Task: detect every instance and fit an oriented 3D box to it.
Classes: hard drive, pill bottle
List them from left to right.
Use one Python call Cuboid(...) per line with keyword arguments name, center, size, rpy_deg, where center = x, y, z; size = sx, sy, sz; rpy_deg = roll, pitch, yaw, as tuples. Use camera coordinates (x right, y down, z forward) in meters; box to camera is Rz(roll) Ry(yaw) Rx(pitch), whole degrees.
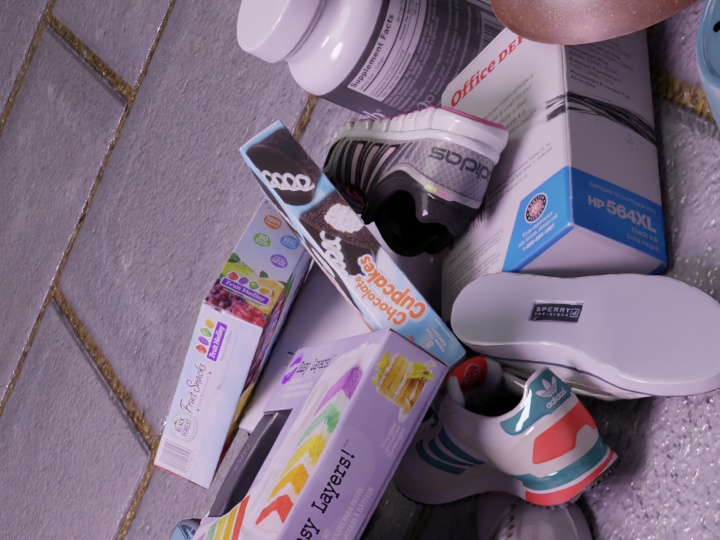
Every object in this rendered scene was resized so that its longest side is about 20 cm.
Cuboid(name="hard drive", center=(-0.002, 0.037, 1.378), size=(0.132, 0.026, 0.201), rpy_deg=(12, 74, 50))
Cuboid(name="pill bottle", center=(0.016, -0.173, 1.441), size=(0.116, 0.199, 0.116), rpy_deg=(-43, 36, 43))

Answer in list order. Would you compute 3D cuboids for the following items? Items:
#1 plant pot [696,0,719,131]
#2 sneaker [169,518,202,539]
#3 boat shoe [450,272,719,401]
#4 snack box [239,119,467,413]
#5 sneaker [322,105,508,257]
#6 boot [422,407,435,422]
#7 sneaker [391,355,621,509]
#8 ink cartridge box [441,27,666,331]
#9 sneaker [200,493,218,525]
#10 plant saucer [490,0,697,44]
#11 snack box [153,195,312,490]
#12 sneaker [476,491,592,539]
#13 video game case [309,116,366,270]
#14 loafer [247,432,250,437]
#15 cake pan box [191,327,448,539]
Cuboid(name="plant pot", center=(0.257, -0.113, 1.007), size=(0.200, 0.134, 0.201), rpy_deg=(-42, 38, 43))
Cuboid(name="sneaker", center=(-0.157, 0.288, 1.570), size=(0.079, 0.095, 0.201), rpy_deg=(-40, 38, 44))
Cuboid(name="boat shoe", center=(0.151, 0.047, 1.174), size=(0.199, 0.070, 0.071), rpy_deg=(4, 63, 38))
Cuboid(name="snack box", center=(0.000, 0.000, 1.276), size=(0.037, 0.200, 0.116), rpy_deg=(-38, -15, -3))
Cuboid(name="sneaker", center=(0.024, -0.052, 1.295), size=(0.200, 0.074, 0.088), rpy_deg=(-10, 59, 60))
Cuboid(name="boot", center=(0.031, 0.034, 1.416), size=(0.154, 0.073, 0.204), rpy_deg=(-62, 28, 10))
Cuboid(name="sneaker", center=(0.074, 0.095, 1.218), size=(0.070, 0.094, 0.199), rpy_deg=(-37, 17, -31))
Cuboid(name="ink cartridge box", center=(0.124, -0.065, 1.286), size=(0.146, 0.084, 0.201), rpy_deg=(-41, 37, 46))
Cuboid(name="sneaker", center=(-0.060, 0.173, 1.353), size=(0.078, 0.079, 0.200), rpy_deg=(-41, -2, -36))
Cuboid(name="plant saucer", center=(0.169, -0.228, 1.257), size=(0.200, 0.037, 0.201), rpy_deg=(-20, 39, 17))
Cuboid(name="snack box", center=(-0.088, 0.048, 1.429), size=(0.200, 0.053, 0.142), rpy_deg=(112, -178, -47))
Cuboid(name="sneaker", center=(0.096, 0.180, 1.170), size=(0.073, 0.084, 0.200), rpy_deg=(-62, 24, 19))
Cuboid(name="video game case", center=(-0.009, -0.061, 1.572), size=(0.200, 0.017, 0.143), rpy_deg=(-57, 17, 35))
Cuboid(name="loafer", center=(-0.050, 0.111, 1.520), size=(0.073, 0.073, 0.200), rpy_deg=(-64, 27, 2))
Cuboid(name="cake pan box", center=(-0.036, 0.130, 1.197), size=(0.185, 0.052, 0.200), rpy_deg=(-59, 13, -14))
